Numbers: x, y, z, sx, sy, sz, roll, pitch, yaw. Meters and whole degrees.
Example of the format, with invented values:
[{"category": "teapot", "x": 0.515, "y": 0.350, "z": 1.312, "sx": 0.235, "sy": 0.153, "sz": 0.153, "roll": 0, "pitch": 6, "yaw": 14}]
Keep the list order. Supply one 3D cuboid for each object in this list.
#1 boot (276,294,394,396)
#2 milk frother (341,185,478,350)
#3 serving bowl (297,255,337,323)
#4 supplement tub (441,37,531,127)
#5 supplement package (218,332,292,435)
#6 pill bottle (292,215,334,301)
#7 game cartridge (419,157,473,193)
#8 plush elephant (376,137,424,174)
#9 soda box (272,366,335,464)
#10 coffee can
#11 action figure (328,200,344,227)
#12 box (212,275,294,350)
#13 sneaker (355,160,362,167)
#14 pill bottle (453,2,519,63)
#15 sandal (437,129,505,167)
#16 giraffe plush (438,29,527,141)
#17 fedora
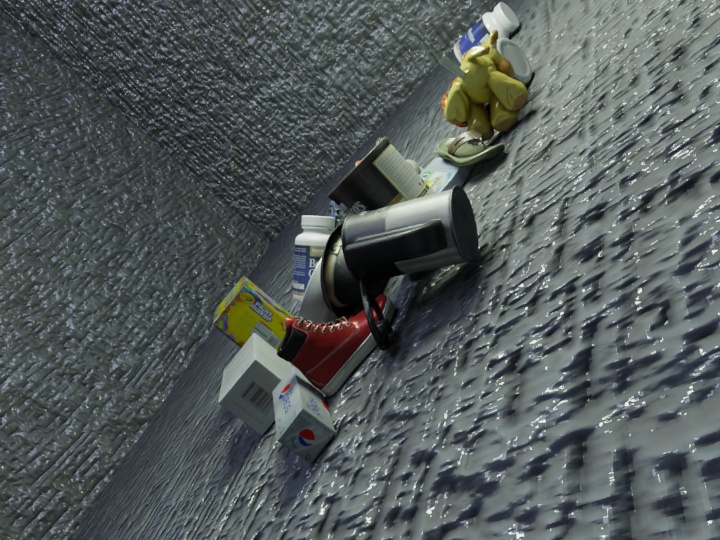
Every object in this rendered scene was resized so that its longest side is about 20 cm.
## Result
[{"category": "boot", "x": -0.046, "y": 0.094, "z": 0.911, "sx": 0.201, "sy": 0.144, "sz": 0.072, "roll": -50, "pitch": 12, "yaw": -4}, {"category": "milk frother", "x": 0.081, "y": 0.001, "z": 0.813, "sx": 0.186, "sy": 0.202, "sz": 0.181, "roll": -11, "pitch": 25, "yaw": 30}, {"category": "serving bowl", "x": -0.069, "y": 0.060, "z": 1.147, "sx": 0.200, "sy": 0.065, "sz": 0.203, "roll": 21, "pitch": -91, "yaw": -83}, {"category": "supplement tub", "x": 0.291, "y": -0.434, "z": 1.257, "sx": 0.199, "sy": 0.122, "sz": 0.123, "roll": -33, "pitch": 21, "yaw": 50}, {"category": "supplement package", "x": -0.220, "y": 0.237, "z": 1.146, "sx": 0.118, "sy": 0.117, "sz": 0.200, "roll": -50, "pitch": 13, "yaw": -1}, {"category": "pill bottle", "x": -0.106, "y": -0.029, "z": 1.293, "sx": 0.111, "sy": 0.109, "sz": 0.204, "roll": -163, "pitch": 75, "yaw": -75}, {"category": "game cartridge", "x": 0.145, "y": -0.164, "z": 1.131, "sx": 0.200, "sy": 0.041, "sz": 0.133, "roll": -48, "pitch": 30, "yaw": -10}, {"category": "plush elephant", "x": 0.090, "y": -0.218, "z": 1.327, "sx": 0.153, "sy": 0.163, "sz": 0.204, "roll": 19, "pitch": 103, "yaw": 38}, {"category": "soda box", "x": -0.097, "y": 0.230, "z": 0.876, "sx": 0.064, "sy": 0.068, "sz": 0.200, "roll": -51, "pitch": 13, "yaw": -1}, {"category": "coffee can", "x": 0.061, "y": -0.113, "z": 0.956, "sx": 0.146, "sy": 0.200, "sz": 0.146, "roll": -44, "pitch": 8, "yaw": 7}, {"category": "action figure", "x": -0.048, "y": -0.084, "z": 1.384, "sx": 0.104, "sy": 0.204, "sz": 0.192, "roll": -10, "pitch": 9, "yaw": -42}, {"category": "box", "x": -0.262, "y": 0.133, "z": 1.373, "sx": 0.122, "sy": 0.199, "sz": 0.192, "roll": -50, "pitch": 15, "yaw": -3}, {"category": "sneaker", "x": 0.068, "y": -0.175, "z": 1.185, "sx": 0.081, "sy": 0.200, "sz": 0.078, "roll": -28, "pitch": 40, "yaw": 15}, {"category": "pill bottle", "x": 0.409, "y": -0.758, "z": 1.736, "sx": 0.199, "sy": 0.115, "sz": 0.116, "roll": -37, "pitch": 18, "yaw": 42}, {"category": "sandal", "x": 0.210, "y": -0.253, "z": 1.077, "sx": 0.079, "sy": 0.058, "sz": 0.201, "roll": -26, "pitch": 26, "yaw": -14}, {"category": "giraffe plush", "x": 0.257, "y": -0.398, "z": 1.110, "sx": 0.171, "sy": 0.200, "sz": 0.163, "roll": -25, "pitch": 24, "yaw": 42}, {"category": "fedora", "x": 0.000, "y": 0.000, "z": 1.067, "sx": 0.090, "sy": 0.203, "sz": 0.202, "roll": 0, "pitch": 41, "yaw": 27}]
